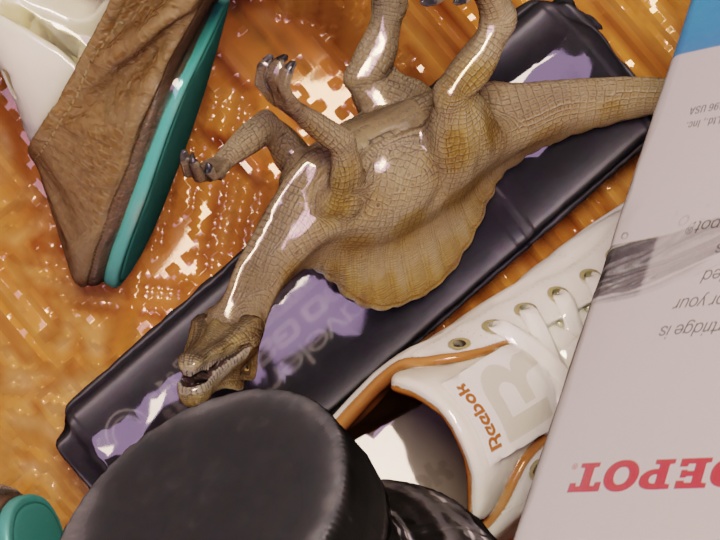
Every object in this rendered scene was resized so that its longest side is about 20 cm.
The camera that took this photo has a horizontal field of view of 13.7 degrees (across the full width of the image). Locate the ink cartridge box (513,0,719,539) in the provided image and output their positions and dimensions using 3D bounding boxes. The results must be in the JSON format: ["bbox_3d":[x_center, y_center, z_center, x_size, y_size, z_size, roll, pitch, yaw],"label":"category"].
[{"bbox_3d":[0.141,0.004,0.761,0.084,0.145,0.200,42,57,-37],"label":"ink cartridge box"}]

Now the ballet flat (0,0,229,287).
[{"bbox_3d":[-0.063,-0.080,0.815,0.072,0.200,0.068,26,43,-3],"label":"ballet flat"}]

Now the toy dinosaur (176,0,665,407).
[{"bbox_3d":[0.018,-0.039,0.828,0.200,0.058,0.101,-28,125,-20],"label":"toy dinosaur"}]

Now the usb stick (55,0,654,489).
[{"bbox_3d":[0.000,0.000,0.869,0.200,0.033,0.055,-41,95,-3],"label":"usb stick"}]

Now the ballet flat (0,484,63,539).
[{"bbox_3d":[-0.097,0.162,0.847,0.067,0.068,0.201,-17,79,18],"label":"ballet flat"}]

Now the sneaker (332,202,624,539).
[{"bbox_3d":[0.056,0.036,0.840,0.200,0.085,0.073,-36,84,-5],"label":"sneaker"}]

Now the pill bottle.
[{"bbox_3d":[0.009,0.125,0.770,0.112,0.112,0.200,-39,125,-3],"label":"pill bottle"}]
